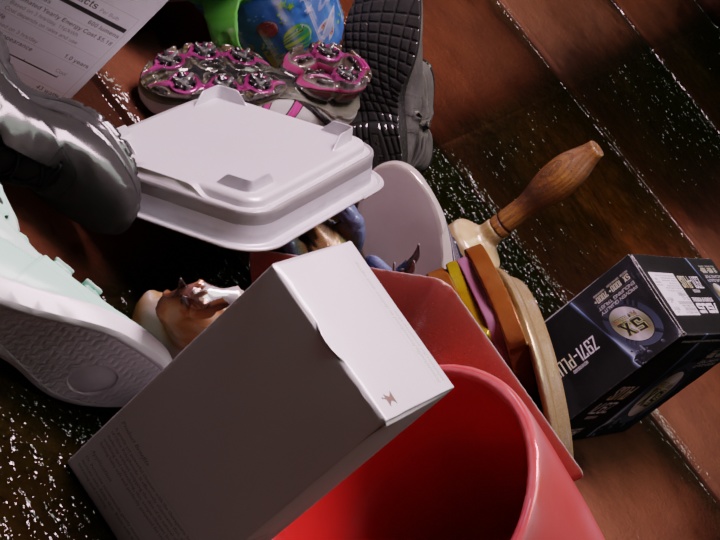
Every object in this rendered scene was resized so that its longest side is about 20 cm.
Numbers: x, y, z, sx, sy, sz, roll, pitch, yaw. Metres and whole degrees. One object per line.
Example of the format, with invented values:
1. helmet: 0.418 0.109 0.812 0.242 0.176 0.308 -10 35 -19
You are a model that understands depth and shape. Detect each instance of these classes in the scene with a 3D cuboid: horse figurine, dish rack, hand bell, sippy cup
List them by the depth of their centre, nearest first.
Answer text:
1. horse figurine: -0.092 0.033 1.126 0.132 0.200 0.050 5 88 -28
2. dish rack: -0.090 -0.078 1.253 0.171 0.044 0.200 20 27 22
3. hand bell: 0.122 -0.042 1.505 0.104 0.200 0.104 38 28 -24
4. sippy cup: -0.078 -0.235 1.515 0.139 0.178 0.131 31 -22 43

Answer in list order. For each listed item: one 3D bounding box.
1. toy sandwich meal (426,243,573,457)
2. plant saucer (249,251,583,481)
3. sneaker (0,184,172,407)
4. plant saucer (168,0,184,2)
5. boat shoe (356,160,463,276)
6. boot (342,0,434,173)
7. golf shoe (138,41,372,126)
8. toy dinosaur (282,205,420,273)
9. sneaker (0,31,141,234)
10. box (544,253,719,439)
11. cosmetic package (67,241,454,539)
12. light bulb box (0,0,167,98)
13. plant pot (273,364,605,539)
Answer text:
1. toy sandwich meal: 0.100 0.088 1.324 0.205 0.070 0.207 168 -90 -84
2. plant saucer: 0.028 0.074 1.211 0.037 0.199 0.200 -52 126 -23
3. sneaker: -0.190 -0.001 1.060 0.200 0.074 0.119 30 36 -34
4. plant saucer: -0.133 -0.282 1.455 0.032 0.199 0.201 70 4 -47
5. boat shoe: 0.055 0.004 1.446 0.093 0.074 0.202 -45 121 -71
6. boot: 0.033 -0.174 1.607 0.067 0.202 0.131 10 19 16
7. golf shoe: -0.086 -0.128 1.421 0.199 0.092 0.073 -2 43 -32
8. toy dinosaur: 0.000 0.000 1.385 0.182 0.104 0.200 62 5 -25
9. sneaker: -0.229 -0.086 1.144 0.200 0.076 0.091 40 35 -7
10. box: 0.237 0.068 1.592 0.200 0.164 0.086 2 52 -60
11. cosmetic package: -0.059 0.087 1.007 0.108 0.200 0.085 55 30 10
12. light bulb box: -0.223 -0.244 1.202 0.198 0.200 0.125 25 34 -44
13. plant pot: 0.066 0.188 1.119 0.177 0.200 0.201 44 22 -41
